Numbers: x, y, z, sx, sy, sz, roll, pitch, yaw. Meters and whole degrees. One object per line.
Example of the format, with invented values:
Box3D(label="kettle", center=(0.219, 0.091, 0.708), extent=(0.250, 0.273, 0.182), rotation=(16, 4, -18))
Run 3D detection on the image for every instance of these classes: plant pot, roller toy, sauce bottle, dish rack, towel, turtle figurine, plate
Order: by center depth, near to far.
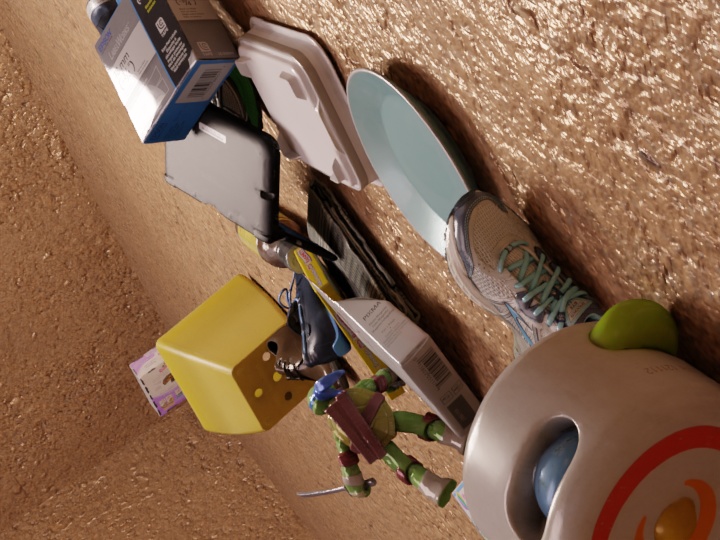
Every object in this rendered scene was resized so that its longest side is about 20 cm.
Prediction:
Box3D(label="roller toy", center=(0.175, 0.142, 0.910), extent=(0.140, 0.181, 0.201), rotation=(37, 156, 52))
Box3D(label="plate", center=(0.054, -0.089, 1.145), extent=(0.201, 0.025, 0.201), rotation=(52, 166, 18))
Box3D(label="dish rack", center=(-0.059, -0.161, 1.343), extent=(0.200, 0.043, 0.173), rotation=(31, 151, 60))
Box3D(label="towel", center=(0.000, 0.000, 1.550), extent=(0.194, 0.034, 0.200), rotation=(57, 169, 12))
Box3D(label="turtle figurine", center=(0.035, 0.194, 1.568), extent=(0.192, 0.144, 0.202), rotation=(24, 139, 20))
Box3D(label="sauce bottle", center=(-0.107, -0.039, 1.735), extent=(0.065, 0.064, 0.200), rotation=(62, 168, -25))
Box3D(label="plant pot", center=(-0.184, 0.156, 2.234), extent=(0.176, 0.200, 0.201), rotation=(17, 140, 53))

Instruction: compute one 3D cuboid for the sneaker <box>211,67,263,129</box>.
Box3D(label="sneaker", center=(-0.179, -0.218, 1.548), extent=(0.201, 0.085, 0.078), rotation=(53, 166, 11))

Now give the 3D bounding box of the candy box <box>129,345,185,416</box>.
Box3D(label="candy box", center=(-0.571, 0.309, 3.980), extent=(0.071, 0.167, 0.201), rotation=(42, 160, 38))

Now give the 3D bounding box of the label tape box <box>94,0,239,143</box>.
Box3D(label="label tape box", center=(-0.224, -0.261, 1.449), extent=(0.144, 0.063, 0.202), rotation=(-46, 65, 42))

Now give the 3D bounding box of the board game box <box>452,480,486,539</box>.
Box3D(label="board game box", center=(0.172, 0.294, 1.590), extent=(0.135, 0.034, 0.200), rotation=(54, 167, 12))

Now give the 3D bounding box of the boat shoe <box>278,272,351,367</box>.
Box3D(label="boat shoe", center=(-0.069, 0.051, 1.734), extent=(0.085, 0.068, 0.200), rotation=(57, -175, -26))

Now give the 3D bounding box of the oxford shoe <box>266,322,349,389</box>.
Box3D(label="oxford shoe", center=(-0.082, 0.146, 2.049), extent=(0.200, 0.084, 0.073), rotation=(34, 153, 55))

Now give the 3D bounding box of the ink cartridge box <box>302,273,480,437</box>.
Box3D(label="ink cartridge box", center=(0.038, 0.078, 1.473), extent=(0.200, 0.057, 0.163), rotation=(48, 178, 45))

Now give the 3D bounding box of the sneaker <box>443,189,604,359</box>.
Box3D(label="sneaker", center=(0.142, 0.019, 1.021), extent=(0.201, 0.078, 0.086), rotation=(54, 156, -19))

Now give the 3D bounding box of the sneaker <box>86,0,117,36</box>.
Box3D(label="sneaker", center=(-0.299, -0.287, 1.797), extent=(0.202, 0.076, 0.148), rotation=(79, 167, -81))

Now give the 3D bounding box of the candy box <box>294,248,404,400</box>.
Box3D(label="candy box", center=(-0.013, 0.064, 1.647), extent=(0.201, 0.026, 0.103), rotation=(57, -177, -34))

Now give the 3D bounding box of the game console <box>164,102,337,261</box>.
Box3D(label="game console", center=(-0.122, -0.109, 1.519), extent=(0.199, 0.116, 0.178), rotation=(29, 128, 39))
